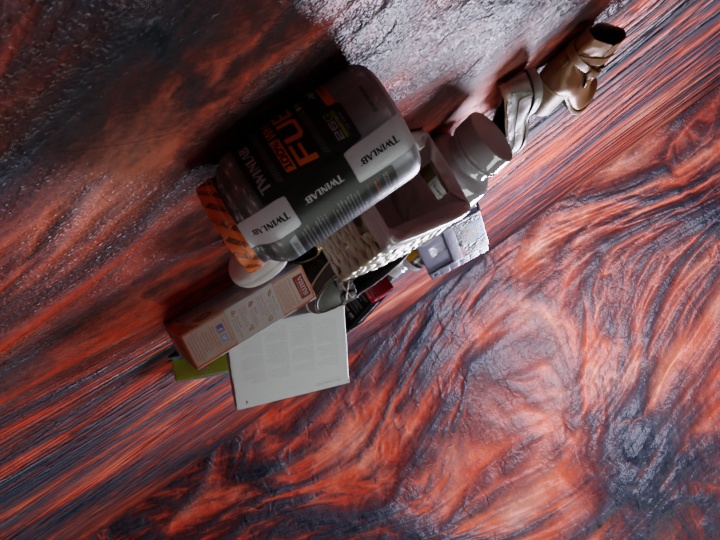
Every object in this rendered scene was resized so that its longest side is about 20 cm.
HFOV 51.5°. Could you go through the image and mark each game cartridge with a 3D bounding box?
[{"bbox_3d":[0.159,-0.057,1.312,0.127,0.039,0.200,-25,152,6],"label":"game cartridge"}]

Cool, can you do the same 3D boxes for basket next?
[{"bbox_3d":[0.031,-0.087,0.997,0.123,0.138,0.198,-36,171,41],"label":"basket"}]

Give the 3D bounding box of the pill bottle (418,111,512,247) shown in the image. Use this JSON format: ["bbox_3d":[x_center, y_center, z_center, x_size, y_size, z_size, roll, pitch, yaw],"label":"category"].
[{"bbox_3d":[0.128,-0.137,1.123,0.199,0.116,0.113,-42,167,34],"label":"pill bottle"}]

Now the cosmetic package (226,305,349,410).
[{"bbox_3d":[-0.120,0.131,1.217,0.195,0.155,0.052,-11,-154,-15],"label":"cosmetic package"}]

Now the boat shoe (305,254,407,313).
[{"bbox_3d":[0.000,0.000,1.135,0.199,0.056,0.068,-41,134,-27],"label":"boat shoe"}]

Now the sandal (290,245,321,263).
[{"bbox_3d":[-0.084,-0.041,1.049,0.081,0.055,0.199,-38,170,24],"label":"sandal"}]

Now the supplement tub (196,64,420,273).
[{"bbox_3d":[-0.051,-0.093,0.714,0.198,0.124,0.123,-34,170,-2],"label":"supplement tub"}]

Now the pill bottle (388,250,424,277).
[{"bbox_3d":[0.118,-0.076,1.398,0.199,0.110,0.109,-39,169,22],"label":"pill bottle"}]

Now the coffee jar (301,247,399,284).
[{"bbox_3d":[-0.017,-0.023,1.216,0.198,0.085,0.107,-28,133,-36],"label":"coffee jar"}]

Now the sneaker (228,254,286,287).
[{"bbox_3d":[-0.109,-0.059,0.886,0.200,0.076,0.088,-45,154,23],"label":"sneaker"}]

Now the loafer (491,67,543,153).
[{"bbox_3d":[0.226,-0.239,1.147,0.061,0.074,0.201,-15,161,-6],"label":"loafer"}]

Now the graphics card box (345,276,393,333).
[{"bbox_3d":[-0.018,0.026,1.383,0.050,0.127,0.200,-28,168,-28],"label":"graphics card box"}]

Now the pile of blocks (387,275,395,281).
[{"bbox_3d":[0.035,-0.013,1.500,0.197,0.083,0.062,-32,171,-9],"label":"pile of blocks"}]

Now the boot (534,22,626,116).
[{"bbox_3d":[0.351,-0.322,1.161,0.197,0.078,0.156,-17,157,-40],"label":"boot"}]

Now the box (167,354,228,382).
[{"bbox_3d":[-0.261,0.168,1.378,0.119,0.049,0.200,-14,173,8],"label":"box"}]

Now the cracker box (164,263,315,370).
[{"bbox_3d":[-0.176,0.060,1.081,0.198,0.059,0.133,-32,-166,-19],"label":"cracker box"}]
